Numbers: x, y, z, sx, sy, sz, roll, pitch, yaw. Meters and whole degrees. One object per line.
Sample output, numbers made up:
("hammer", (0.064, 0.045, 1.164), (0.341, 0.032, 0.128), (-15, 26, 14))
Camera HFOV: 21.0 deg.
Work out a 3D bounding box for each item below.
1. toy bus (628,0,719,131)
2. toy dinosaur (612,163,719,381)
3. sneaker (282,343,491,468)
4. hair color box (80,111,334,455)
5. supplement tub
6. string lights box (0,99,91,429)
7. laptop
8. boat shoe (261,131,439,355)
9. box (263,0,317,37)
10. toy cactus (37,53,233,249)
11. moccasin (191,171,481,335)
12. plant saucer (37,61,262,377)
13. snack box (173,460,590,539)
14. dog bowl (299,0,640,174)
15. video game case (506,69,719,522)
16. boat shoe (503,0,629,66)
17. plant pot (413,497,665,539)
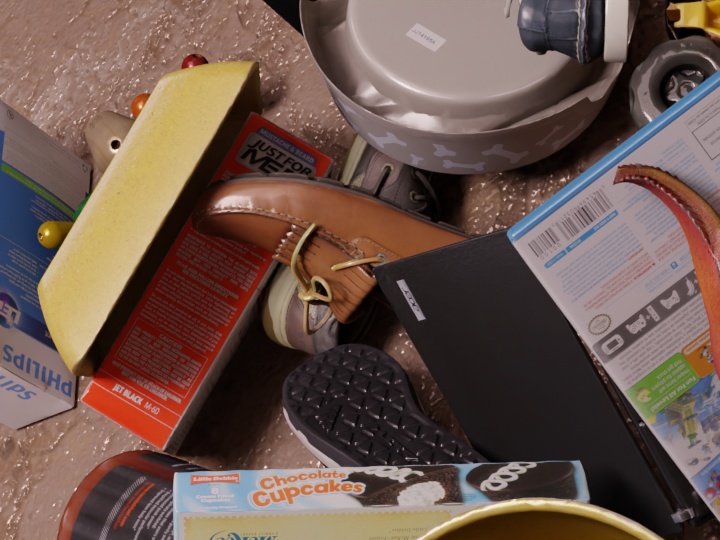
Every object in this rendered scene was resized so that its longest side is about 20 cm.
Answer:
("toy bus", (0.242, -0.115, 1.001), (0.191, 0.136, 0.201), (1, 74, 17))
("toy dinosaur", (0.201, 0.062, 0.894), (0.199, 0.105, 0.182), (23, 112, 28))
("sneaker", (0.019, 0.117, 1.058), (0.071, 0.083, 0.200), (-25, 38, -16))
("hair color box", (-0.091, 0.011, 1.189), (0.064, 0.111, 0.200), (31, 83, 2))
("supplement tub", (-0.074, 0.172, 1.084), (0.200, 0.107, 0.107), (13, 73, 44))
("string lights box", (-0.243, -0.005, 1.332), (0.059, 0.103, 0.201), (-20, 53, 28))
("laptop", (0.138, 0.031, 0.977), (0.200, 0.178, 0.103), (-31, 11, 0))
("boat shoe", (0.017, -0.034, 1.169), (0.066, 0.072, 0.201), (25, 78, 32))
("box", (-0.038, -0.242, 1.244), (0.079, 0.200, 0.142), (-19, 53, 29))
("toy cactus", (-0.156, -0.071, 1.322), (0.200, 0.102, 0.165), (-59, 34, 6))
("moccasin", (0.000, 0.000, 1.096), (0.074, 0.201, 0.078), (133, 157, -73))
("plant saucer", (-0.128, -0.034, 1.151), (0.201, 0.048, 0.200), (-60, 1, -5))
("snack box", (0.009, 0.152, 0.953), (0.199, 0.117, 0.037), (-1, 29, -4))
("dog bowl", (0.065, -0.142, 1.145), (0.199, 0.059, 0.201), (-3, 55, 4))
("video game case", (0.184, 0.019, 0.914), (0.143, 0.200, 0.018), (-37, 9, 4))
("boat shoe", (0.108, -0.155, 1.033), (0.062, 0.075, 0.200), (1, 27, 3))
("plant pot", (0.102, 0.207, 0.876), (0.199, 0.142, 0.201), (-5, 79, 24))
